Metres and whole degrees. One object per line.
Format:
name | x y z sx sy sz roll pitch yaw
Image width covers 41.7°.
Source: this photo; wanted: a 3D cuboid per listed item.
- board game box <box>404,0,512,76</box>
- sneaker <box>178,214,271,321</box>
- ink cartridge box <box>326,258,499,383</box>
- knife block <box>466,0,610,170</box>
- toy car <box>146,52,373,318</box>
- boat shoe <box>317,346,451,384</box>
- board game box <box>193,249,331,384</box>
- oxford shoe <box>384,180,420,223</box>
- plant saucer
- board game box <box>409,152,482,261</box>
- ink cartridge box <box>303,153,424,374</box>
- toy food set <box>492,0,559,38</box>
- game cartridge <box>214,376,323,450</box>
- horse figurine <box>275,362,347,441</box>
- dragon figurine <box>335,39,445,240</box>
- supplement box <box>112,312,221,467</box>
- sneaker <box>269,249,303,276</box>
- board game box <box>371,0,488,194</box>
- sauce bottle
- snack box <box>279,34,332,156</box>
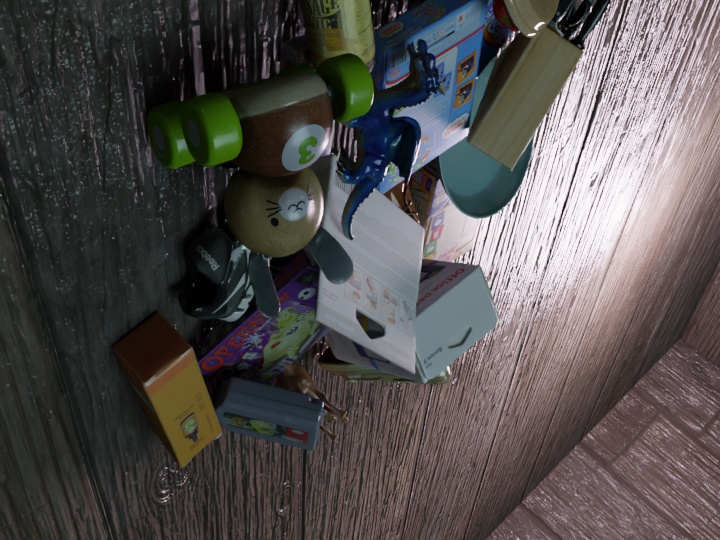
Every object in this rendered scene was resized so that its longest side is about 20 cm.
board game box | 0.100 -0.261 1.070 0.201 0.045 0.152 -52 153 -2
sneaker | -0.129 -0.027 0.967 0.090 0.066 0.202 -11 135 -56
ink cartridge box | 0.058 0.056 1.217 0.144 0.198 0.089 -36 115 -27
knife block | 0.208 -0.239 1.075 0.176 0.063 0.203 -47 -163 58
toy car | -0.070 -0.067 0.833 0.162 0.157 0.204 -23 106 -29
boat shoe | 0.030 0.128 1.288 0.073 0.197 0.064 -52 126 -49
board game box | -0.092 0.061 1.078 0.199 0.033 0.119 -40 139 23
oxford shoe | 0.045 -0.085 1.175 0.071 0.071 0.201 -42 151 -14
plant saucer | 0.153 -0.170 1.215 0.197 0.036 0.205 -14 110 -42
board game box | 0.118 -0.086 1.317 0.150 0.046 0.203 -31 146 -37
ink cartridge box | 0.000 0.000 1.015 0.199 0.044 0.180 34 56 -51
toy food set | 0.160 -0.341 0.964 0.201 0.048 0.201 -59 137 -45
game cartridge | -0.113 0.177 1.158 0.201 0.130 0.042 102 6 -70
horse figurine | -0.073 0.161 1.255 0.050 0.132 0.201 -47 166 -13
dragon figurine | 0.028 -0.117 0.907 0.059 0.097 0.205 -75 169 -73
supplement box | -0.209 0.137 1.045 0.066 0.069 0.202 -38 149 -22
sneaker | -0.082 0.012 1.089 0.091 0.067 0.200 -54 157 -5
board game box | 0.066 -0.192 1.011 0.150 0.036 0.202 -36 149 -26
sauce bottle | -0.027 -0.264 0.828 0.066 0.066 0.203 -37 137 -26
snack box | -0.058 -0.150 0.976 0.071 0.024 0.203 -32 147 -37
